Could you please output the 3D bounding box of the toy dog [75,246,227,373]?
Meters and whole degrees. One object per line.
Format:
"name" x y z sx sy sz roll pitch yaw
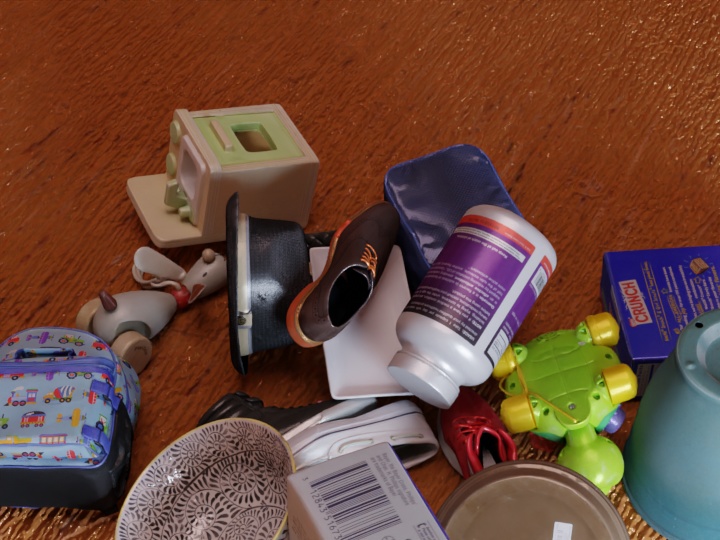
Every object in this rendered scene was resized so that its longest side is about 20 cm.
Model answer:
"toy dog" -0.239 0.024 1.624 0.131 0.097 0.200 16 47 17

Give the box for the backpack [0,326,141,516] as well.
"backpack" -0.319 0.138 1.476 0.181 0.135 0.201 2 49 5

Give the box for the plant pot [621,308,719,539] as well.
"plant pot" 0.368 0.148 1.414 0.198 0.189 0.201 -1 45 1

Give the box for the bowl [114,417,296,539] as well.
"bowl" -0.128 0.251 1.372 0.200 0.094 0.202 -20 43 19

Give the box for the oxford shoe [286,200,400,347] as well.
"oxford shoe" 0.000 0.000 1.517 0.072 0.071 0.201 -17 35 51

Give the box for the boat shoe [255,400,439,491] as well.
"boat shoe" -0.010 0.193 1.460 0.199 0.074 0.067 -24 47 -21

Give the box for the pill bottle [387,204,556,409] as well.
"pill bottle" 0.111 0.039 1.475 0.112 0.113 0.201 26 72 26

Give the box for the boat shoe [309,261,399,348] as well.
"boat shoe" -0.010 0.060 1.598 0.064 0.072 0.200 -31 53 -28

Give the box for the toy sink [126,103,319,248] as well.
"toy sink" -0.169 -0.121 1.729 0.199 0.113 0.131 -8 43 -26

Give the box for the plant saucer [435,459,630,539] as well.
"plant saucer" 0.155 0.276 1.327 0.198 0.029 0.202 -2 78 9

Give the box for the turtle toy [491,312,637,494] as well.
"turtle toy" 0.219 0.143 1.482 0.145 0.101 0.201 -17 43 6

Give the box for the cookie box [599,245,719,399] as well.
"cookie box" 0.379 0.054 1.588 0.198 0.076 0.172 -3 45 -1

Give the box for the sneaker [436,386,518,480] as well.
"sneaker" 0.129 0.171 1.449 0.078 0.116 0.201 -12 45 -10

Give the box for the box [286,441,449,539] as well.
"box" 0.018 0.292 1.269 0.104 0.201 0.184 -17 46 -18

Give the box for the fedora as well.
"fedora" -0.099 0.013 1.558 0.091 0.202 0.201 -2 44 -4

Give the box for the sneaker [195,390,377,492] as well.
"sneaker" -0.085 0.155 1.503 0.199 0.071 0.099 -25 53 -16

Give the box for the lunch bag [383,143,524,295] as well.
"lunch bag" 0.104 -0.038 1.649 0.135 0.133 0.201 -17 58 -13

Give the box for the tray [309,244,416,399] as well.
"tray" 0.006 0.057 1.547 0.106 0.022 0.201 -3 53 -10

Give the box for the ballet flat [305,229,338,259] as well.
"ballet flat" -0.052 -0.033 1.677 0.199 0.066 0.057 3 73 28
